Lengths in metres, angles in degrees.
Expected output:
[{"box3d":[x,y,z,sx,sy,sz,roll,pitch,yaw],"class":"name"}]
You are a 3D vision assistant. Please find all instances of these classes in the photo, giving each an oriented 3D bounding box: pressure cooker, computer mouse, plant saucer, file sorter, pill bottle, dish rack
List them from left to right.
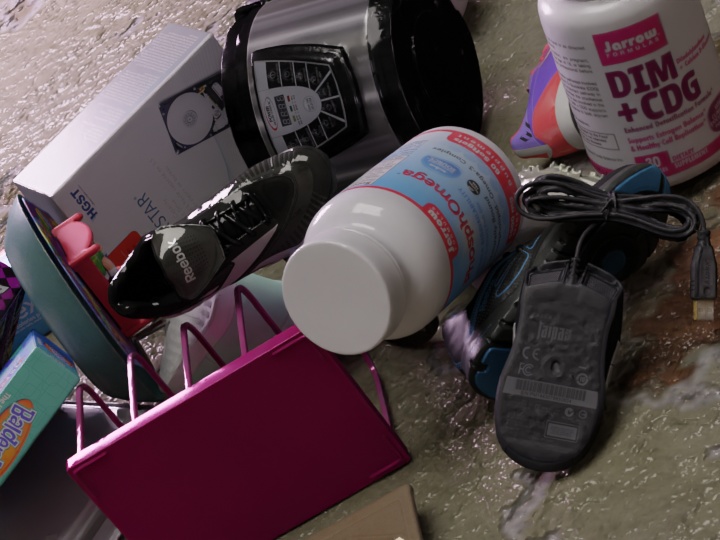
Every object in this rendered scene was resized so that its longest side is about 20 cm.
[{"box3d":[-0.242,0.176,1.757,0.171,0.044,0.200,0,48,44],"class":"dish rack"},{"box3d":[-0.228,0.031,1.778,0.036,0.200,0.200,-35,32,0],"class":"plant saucer"},{"box3d":[-0.091,0.104,1.611,0.200,0.139,0.126,-31,31,10],"class":"file sorter"},{"box3d":[-0.020,-0.144,1.824,0.200,0.179,0.176,-11,51,28],"class":"pressure cooker"},{"box3d":[0.029,-0.019,1.549,0.109,0.109,0.200,-14,16,33],"class":"pill bottle"},{"box3d":[0.167,0.039,1.498,0.140,0.046,0.201,4,81,12],"class":"computer mouse"},{"box3d":[0.193,-0.168,1.608,0.113,0.200,0.113,-18,31,11],"class":"pill bottle"}]

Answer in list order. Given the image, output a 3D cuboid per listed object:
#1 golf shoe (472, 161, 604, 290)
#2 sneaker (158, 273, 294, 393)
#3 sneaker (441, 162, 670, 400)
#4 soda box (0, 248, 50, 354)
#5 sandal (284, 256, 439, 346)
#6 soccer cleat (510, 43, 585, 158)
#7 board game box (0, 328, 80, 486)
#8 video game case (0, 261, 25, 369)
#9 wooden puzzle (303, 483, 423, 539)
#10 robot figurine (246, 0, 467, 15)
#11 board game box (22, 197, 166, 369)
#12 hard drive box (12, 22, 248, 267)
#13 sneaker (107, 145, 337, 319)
[{"box3d":[0.119,-0.027,1.659,0.200,0.078,0.098,-1,71,44],"class":"golf shoe"},{"box3d":[-0.086,0.058,1.745,0.200,0.118,0.074,141,136,-63],"class":"sneaker"},{"box3d":[0.132,-0.005,1.572,0.200,0.073,0.082,-46,33,2],"class":"sneaker"},{"box3d":[-0.309,0.024,1.999,0.200,0.064,0.068,-31,32,9],"class":"soda box"},{"box3d":[-0.001,-0.001,1.711,0.057,0.080,0.201,-45,32,-9],"class":"sandal"},{"box3d":[0.168,-0.168,1.779,0.073,0.068,0.200,-18,39,35],"class":"soccer cleat"},{"box3d":[-0.279,0.123,1.720,0.152,0.045,0.200,-53,8,-3],"class":"board game box"},{"box3d":[-0.342,0.109,1.838,0.181,0.036,0.200,-59,-2,-30],"class":"video game case"},{"box3d":[-0.028,0.246,1.460,0.185,0.046,0.200,-30,28,11],"class":"wooden puzzle"},{"box3d":[-0.002,-0.241,1.980,0.200,0.125,0.150,-20,35,27],"class":"robot figurine"},{"box3d":[-0.200,0.002,1.779,0.039,0.158,0.200,-34,-5,-2],"class":"board game box"},{"box3d":[-0.171,-0.086,1.918,0.200,0.156,0.077,-48,34,-15],"class":"hard drive box"},{"box3d":[-0.102,-0.019,1.585,0.200,0.067,0.090,-33,-3,25],"class":"sneaker"}]
